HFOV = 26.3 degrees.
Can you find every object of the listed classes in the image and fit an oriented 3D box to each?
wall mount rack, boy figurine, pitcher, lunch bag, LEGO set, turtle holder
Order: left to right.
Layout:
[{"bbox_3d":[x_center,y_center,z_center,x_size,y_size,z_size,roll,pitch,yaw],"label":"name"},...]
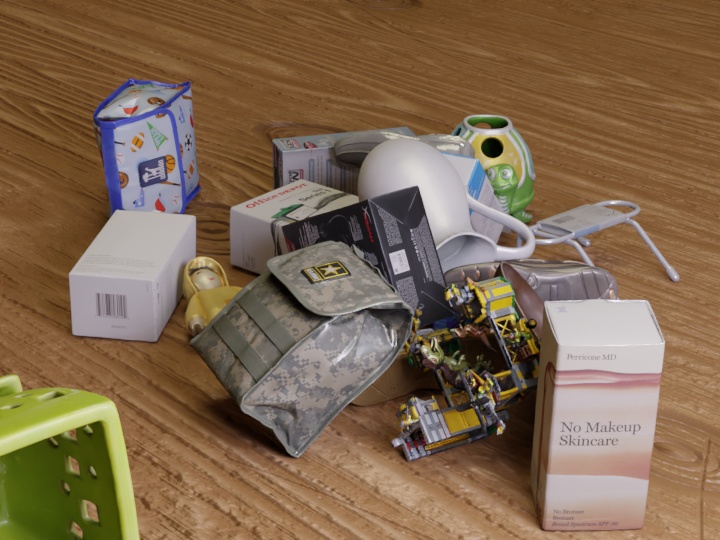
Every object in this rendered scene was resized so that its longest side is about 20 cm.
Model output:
[{"bbox_3d":[-0.296,-0.155,2.112,0.123,0.171,0.200,2,22,15],"label":"lunch bag"},{"bbox_3d":[-0.148,0.045,1.795,0.124,0.065,0.200,-14,31,-23],"label":"boy figurine"},{"bbox_3d":[-0.054,0.063,1.587,0.200,0.118,0.164,-44,34,-2],"label":"lunch bag"},{"bbox_3d":[0.097,-0.068,1.815,0.171,0.121,0.200,-7,43,-25],"label":"pitcher"},{"bbox_3d":[0.085,0.101,1.520,0.116,0.154,0.200,-13,-11,-28],"label":"LEGO set"},{"bbox_3d":[0.167,-0.135,2.111,0.141,0.132,0.186,9,23,19],"label":"turtle holder"},{"bbox_3d":[0.300,-0.027,1.959,0.200,0.075,0.174,-19,27,-36],"label":"wall mount rack"}]

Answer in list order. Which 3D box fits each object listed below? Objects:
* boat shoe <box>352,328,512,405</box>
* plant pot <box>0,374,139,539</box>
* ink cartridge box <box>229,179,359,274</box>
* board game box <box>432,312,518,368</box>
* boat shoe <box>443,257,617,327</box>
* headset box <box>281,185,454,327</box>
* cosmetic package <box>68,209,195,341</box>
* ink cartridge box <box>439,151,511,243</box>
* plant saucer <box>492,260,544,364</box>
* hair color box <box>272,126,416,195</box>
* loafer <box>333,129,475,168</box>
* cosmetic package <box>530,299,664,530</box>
[{"bbox_3d":[0.067,0.091,1.683,0.199,0.071,0.069,-9,27,-17],"label":"boat shoe"},{"bbox_3d":[-0.318,0.203,1.286,0.199,0.201,0.181,-20,23,-37],"label":"plant pot"},{"bbox_3d":[-0.049,-0.039,1.957,0.200,0.085,0.146,19,30,35],"label":"ink cartridge box"},{"bbox_3d":[0.199,0.067,1.771,0.199,0.045,0.134,11,26,23],"label":"board game box"},{"bbox_3d":[0.187,0.023,1.744,0.199,0.075,0.073,4,11,-5],"label":"boat shoe"},{"bbox_3d":[0.000,0.000,1.726,0.077,0.149,0.200,-17,1,-34],"label":"headset box"},{"bbox_3d":[-0.271,0.002,1.861,0.107,0.085,0.200,5,24,8],"label":"cosmetic package"},{"bbox_3d":[0.114,-0.077,1.989,0.116,0.200,0.068,13,69,25],"label":"ink cartridge box"},{"bbox_3d":[0.189,0.082,1.588,0.034,0.200,0.200,-35,21,13],"label":"plant saucer"},{"bbox_3d":[-0.020,-0.138,2.160,0.199,0.099,0.061,-7,24,-16],"label":"hair color box"},{"bbox_3d":[0.054,-0.145,2.057,0.199,0.070,0.070,4,-20,25],"label":"loafer"},{"bbox_3d":[0.217,0.134,1.428,0.103,0.201,0.087,-1,26,-2],"label":"cosmetic package"}]
